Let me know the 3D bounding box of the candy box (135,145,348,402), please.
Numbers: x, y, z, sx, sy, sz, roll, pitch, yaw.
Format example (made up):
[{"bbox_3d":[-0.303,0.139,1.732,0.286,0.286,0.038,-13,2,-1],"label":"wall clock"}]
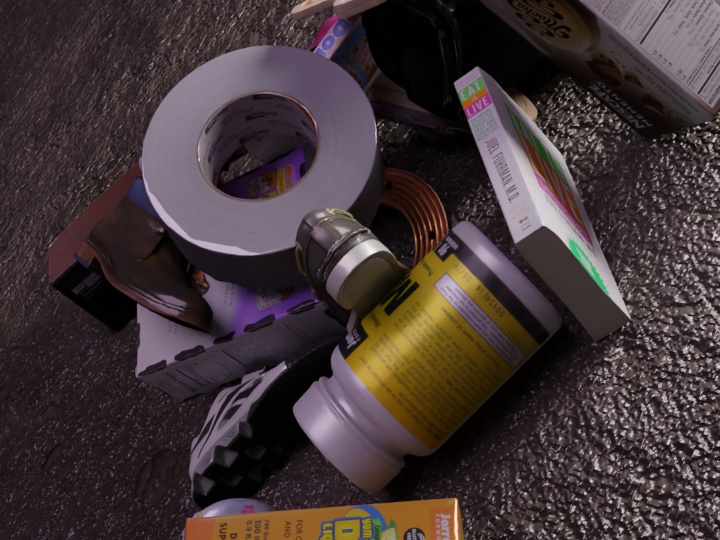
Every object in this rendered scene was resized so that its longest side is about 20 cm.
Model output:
[{"bbox_3d":[-0.109,0.005,1.029,0.198,0.071,0.169,-22,55,22],"label":"candy box"}]

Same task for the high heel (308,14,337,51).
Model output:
[{"bbox_3d":[0.011,-0.249,1.206,0.096,0.068,0.200,-40,33,-6],"label":"high heel"}]

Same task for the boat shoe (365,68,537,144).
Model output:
[{"bbox_3d":[0.080,-0.153,1.069,0.199,0.065,0.072,24,37,33],"label":"boat shoe"}]

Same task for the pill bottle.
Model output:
[{"bbox_3d":[0.049,0.069,0.869,0.200,0.114,0.114,-45,38,3],"label":"pill bottle"}]

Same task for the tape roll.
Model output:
[{"bbox_3d":[-0.080,-0.088,0.946,0.198,0.066,0.202,-3,65,7],"label":"tape roll"}]

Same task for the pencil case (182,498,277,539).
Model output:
[{"bbox_3d":[-0.086,0.272,0.849,0.201,0.090,0.084,-106,24,-49],"label":"pencil case"}]

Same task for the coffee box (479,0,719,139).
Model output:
[{"bbox_3d":[0.193,-0.198,0.867,0.080,0.199,0.113,-54,11,-9],"label":"coffee box"}]

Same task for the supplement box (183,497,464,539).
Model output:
[{"bbox_3d":[-0.024,0.209,0.794,0.198,0.069,0.067,-5,45,3],"label":"supplement box"}]

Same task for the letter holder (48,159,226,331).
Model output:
[{"bbox_3d":[-0.251,-0.059,1.279,0.200,0.101,0.143,-40,37,11],"label":"letter holder"}]

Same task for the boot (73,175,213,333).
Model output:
[{"bbox_3d":[-0.177,-0.018,0.991,0.199,0.075,0.098,27,85,43],"label":"boot"}]

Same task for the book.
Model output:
[{"bbox_3d":[0.135,-0.056,0.877,0.048,0.134,0.201,-32,41,18],"label":"book"}]

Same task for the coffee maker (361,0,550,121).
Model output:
[{"bbox_3d":[0.128,-0.231,0.979,0.199,0.136,0.191,-33,22,-25],"label":"coffee maker"}]

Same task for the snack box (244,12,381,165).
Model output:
[{"bbox_3d":[-0.024,-0.177,1.047,0.024,0.072,0.201,40,94,35],"label":"snack box"}]

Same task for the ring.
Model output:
[{"bbox_3d":[0.000,0.000,1.032,0.199,0.019,0.202,-18,57,31],"label":"ring"}]

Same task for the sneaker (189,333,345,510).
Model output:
[{"bbox_3d":[-0.085,0.114,0.991,0.200,0.074,0.089,-43,36,11],"label":"sneaker"}]

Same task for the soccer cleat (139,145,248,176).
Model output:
[{"bbox_3d":[-0.126,-0.138,1.079,0.085,0.069,0.200,13,44,38],"label":"soccer cleat"}]

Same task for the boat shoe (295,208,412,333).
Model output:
[{"bbox_3d":[-0.005,0.002,0.887,0.072,0.202,0.060,-45,74,-4],"label":"boat shoe"}]

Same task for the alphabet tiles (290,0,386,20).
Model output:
[{"bbox_3d":[0.038,-0.262,0.951,0.194,0.015,0.201,-18,25,19],"label":"alphabet tiles"}]
